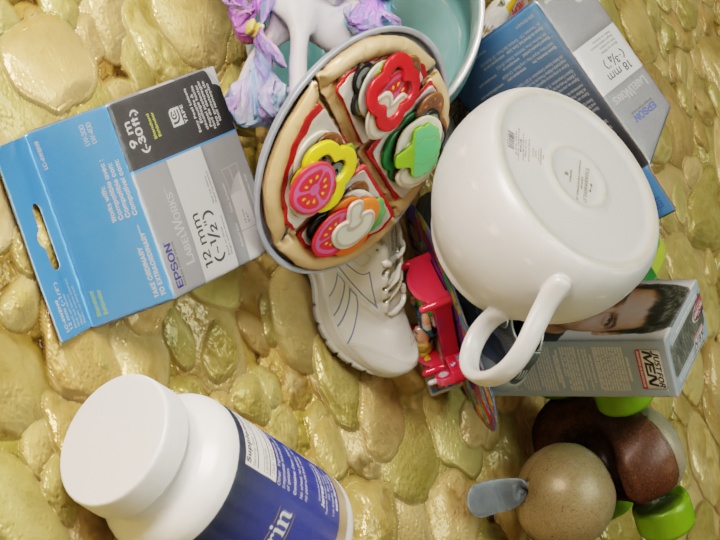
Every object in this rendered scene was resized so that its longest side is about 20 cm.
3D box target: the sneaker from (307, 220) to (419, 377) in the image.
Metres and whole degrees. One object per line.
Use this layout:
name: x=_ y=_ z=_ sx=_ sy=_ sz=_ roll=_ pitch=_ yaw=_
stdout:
sneaker: x=0.000 y=0.000 z=1.657 sx=0.201 sy=0.087 sz=0.075 roll=61 pitch=36 yaw=-22

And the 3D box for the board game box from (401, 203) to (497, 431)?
board game box: x=0.058 y=0.045 z=1.720 sx=0.158 sy=0.039 sz=0.202 roll=-148 pitch=-143 yaw=-81

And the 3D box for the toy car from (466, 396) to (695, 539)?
toy car: x=0.173 y=0.190 z=1.831 sx=0.199 sy=0.157 sz=0.165 roll=-34 pitch=116 yaw=-28

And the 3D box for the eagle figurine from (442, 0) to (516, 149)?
eagle figurine: x=0.082 y=-0.210 z=1.847 sx=0.200 sy=0.151 sz=0.152 roll=44 pitch=-8 yaw=5

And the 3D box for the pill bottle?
pill bottle: x=-0.104 y=0.154 z=1.424 sx=0.200 sy=0.115 sz=0.117 roll=37 pitch=50 yaw=-42

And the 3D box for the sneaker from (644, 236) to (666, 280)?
sneaker: x=0.234 y=-0.004 z=1.926 sx=0.084 sy=0.074 sz=0.200 roll=46 pitch=19 yaw=-7

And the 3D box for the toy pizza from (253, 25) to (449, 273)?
toy pizza: x=0.001 y=-0.084 z=1.535 sx=0.200 sy=0.032 sz=0.201 roll=-32 pitch=139 yaw=-33

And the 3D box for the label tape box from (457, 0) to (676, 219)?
label tape box: x=0.176 y=-0.122 z=1.707 sx=0.063 sy=0.144 sz=0.201 roll=-37 pitch=93 yaw=-35

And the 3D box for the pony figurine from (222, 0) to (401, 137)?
pony figurine: x=-0.043 y=-0.196 z=1.573 sx=0.192 sy=0.166 sz=0.202 roll=14 pitch=79 yaw=-24

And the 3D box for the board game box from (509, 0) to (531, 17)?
board game box: x=0.182 y=-0.183 z=1.926 sx=0.046 sy=0.152 sz=0.202 roll=-10 pitch=78 yaw=-13

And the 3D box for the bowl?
bowl: x=0.016 y=-0.191 z=1.683 sx=0.105 sy=0.199 sz=0.203 roll=30 pitch=52 yaw=-70

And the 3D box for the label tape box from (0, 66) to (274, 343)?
label tape box: x=-0.155 y=-0.050 z=1.469 sx=0.200 sy=0.066 sz=0.144 roll=-30 pitch=103 yaw=-57

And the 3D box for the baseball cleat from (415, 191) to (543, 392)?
baseball cleat: x=0.110 y=0.000 z=1.755 sx=0.069 sy=0.107 sz=0.201 roll=-5 pitch=59 yaw=-34

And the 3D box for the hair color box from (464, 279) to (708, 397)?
hair color box: x=0.190 y=0.059 z=1.804 sx=0.099 sy=0.198 sz=0.061 roll=-53 pitch=134 yaw=-49

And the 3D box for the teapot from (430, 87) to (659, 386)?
teapot: x=0.124 y=-0.030 z=1.610 sx=0.199 sy=0.146 sz=0.198 roll=-19 pitch=72 yaw=-49
